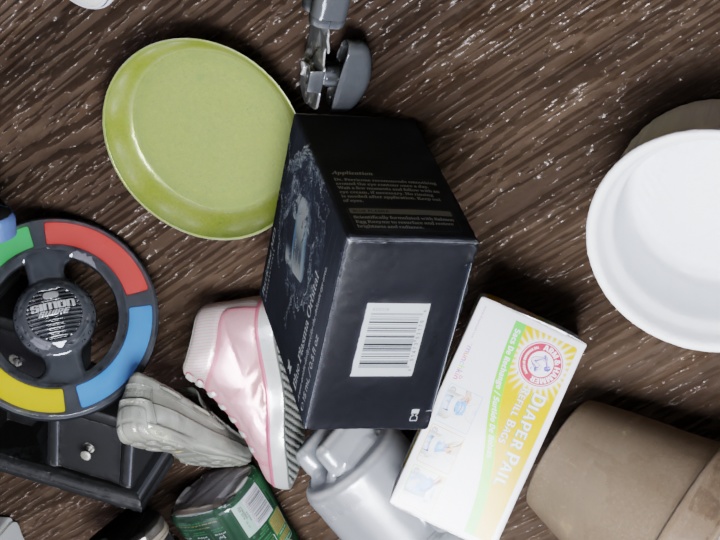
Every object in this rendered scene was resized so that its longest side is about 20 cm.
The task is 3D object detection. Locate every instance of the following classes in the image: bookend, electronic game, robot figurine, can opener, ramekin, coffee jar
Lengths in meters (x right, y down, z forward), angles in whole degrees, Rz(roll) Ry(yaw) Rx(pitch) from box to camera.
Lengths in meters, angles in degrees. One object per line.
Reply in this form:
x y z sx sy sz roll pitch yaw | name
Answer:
-0.291 0.118 1.628 0.199 0.092 0.199 15 122 10 | bookend
-0.293 0.045 1.542 0.199 0.200 0.042 30 162 1 | electronic game
0.026 0.228 1.566 0.200 0.113 0.169 50 153 -12 | robot figurine
-0.013 -0.227 1.365 0.067 0.053 0.201 2 125 -19 | can opener
0.292 -0.042 1.324 0.199 0.098 0.201 8 121 15 | ramekin
-0.103 0.301 1.666 0.104 0.085 0.200 -14 115 40 | coffee jar

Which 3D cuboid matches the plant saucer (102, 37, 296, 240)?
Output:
-0.139 -0.123 1.472 0.199 0.031 0.201 9 122 15 | plant saucer

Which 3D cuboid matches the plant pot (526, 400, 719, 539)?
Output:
0.249 0.208 1.446 0.174 0.200 0.201 32 126 20 | plant pot

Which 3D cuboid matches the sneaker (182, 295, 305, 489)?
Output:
-0.115 0.118 1.575 0.104 0.075 0.201 -1 111 15 | sneaker

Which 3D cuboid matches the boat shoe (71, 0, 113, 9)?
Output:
-0.291 -0.304 1.397 0.071 0.070 0.200 -30 105 31 | boat shoe

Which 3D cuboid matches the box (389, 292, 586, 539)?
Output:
0.112 0.130 1.429 0.101 0.112 0.201 24 91 3 | box

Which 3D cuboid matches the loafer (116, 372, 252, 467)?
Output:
-0.166 0.150 1.575 0.070 0.070 0.200 -6 160 24 | loafer

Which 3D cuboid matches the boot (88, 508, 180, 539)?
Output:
-0.203 0.318 1.671 0.151 0.073 0.200 53 158 -8 | boot

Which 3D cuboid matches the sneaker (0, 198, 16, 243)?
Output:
-0.412 -0.092 1.547 0.199 0.070 0.078 24 124 22 | sneaker

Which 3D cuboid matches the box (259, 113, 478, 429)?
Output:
0.000 0.000 1.377 0.117 0.200 0.197 2 124 -18 | box

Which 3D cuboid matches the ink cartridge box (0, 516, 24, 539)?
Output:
-0.476 0.362 1.840 0.199 0.083 0.146 -5 117 22 | ink cartridge box
